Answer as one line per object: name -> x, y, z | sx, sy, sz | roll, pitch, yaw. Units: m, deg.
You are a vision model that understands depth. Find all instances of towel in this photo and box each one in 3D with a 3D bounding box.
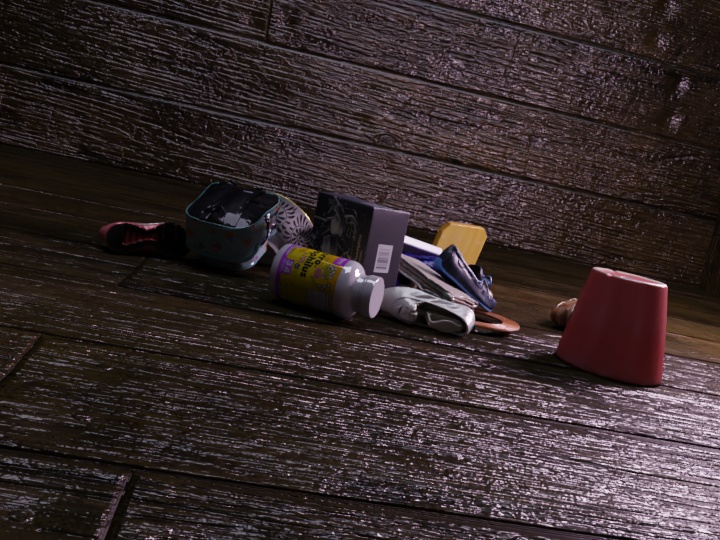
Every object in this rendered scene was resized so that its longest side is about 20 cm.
towel -> 0.149, 0.024, 1.649 | 0.199, 0.035, 0.132 | 39, 11, 37
towel -> 0.145, 0.000, 1.867 | 0.195, 0.051, 0.148 | 9, -17, 3

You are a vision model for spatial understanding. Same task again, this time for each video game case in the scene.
video game case -> 0.069, -0.045, 1.883 | 0.180, 0.024, 0.198 | -16, -21, 40

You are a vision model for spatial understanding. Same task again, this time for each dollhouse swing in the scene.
dollhouse swing -> 0.204, -0.050, 2.056 | 0.197, 0.180, 0.180 | 4, 11, -38

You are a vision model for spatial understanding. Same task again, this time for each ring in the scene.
ring -> 0.235, 0.101, 1.638 | 0.196, 0.020, 0.201 | 12, 7, -1

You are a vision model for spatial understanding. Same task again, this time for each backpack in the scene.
backpack -> -0.276, -0.089, 1.643 | 0.172, 0.156, 0.200 | 16, 22, 8

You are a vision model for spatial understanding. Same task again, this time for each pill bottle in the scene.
pill bottle -> -0.059, 0.024, 1.415 | 0.196, 0.107, 0.104 | 15, 9, 19

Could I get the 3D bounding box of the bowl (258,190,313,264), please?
bowl -> -0.209, -0.078, 1.796 | 0.197, 0.203, 0.095 | 15, 52, 20

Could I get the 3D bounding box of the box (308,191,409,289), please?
box -> -0.013, -0.041, 1.585 | 0.103, 0.205, 0.181 | 4, 11, -40

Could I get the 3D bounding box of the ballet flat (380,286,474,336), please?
ballet flat -> 0.122, 0.080, 1.485 | 0.195, 0.071, 0.069 | 14, 8, 4

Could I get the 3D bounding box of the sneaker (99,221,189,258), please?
sneaker -> -0.444, -0.073, 1.615 | 0.197, 0.076, 0.086 | 7, 6, -41

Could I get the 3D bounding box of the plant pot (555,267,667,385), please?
plant pot -> 0.483, 0.098, 1.467 | 0.196, 0.182, 0.201 | 11, 9, -2

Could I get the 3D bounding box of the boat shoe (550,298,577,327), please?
boat shoe -> 0.511, 0.098, 1.876 | 0.073, 0.078, 0.199 | 13, 7, 30

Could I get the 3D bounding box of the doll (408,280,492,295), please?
doll -> 0.214, 0.052, 1.819 | 0.195, 0.050, 0.136 | 11, -4, -9

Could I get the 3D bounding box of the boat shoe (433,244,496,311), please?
boat shoe -> 0.242, 0.019, 1.682 | 0.199, 0.069, 0.084 | 40, -3, -40

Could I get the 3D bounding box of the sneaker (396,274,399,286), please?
sneaker -> 0.054, 0.007, 1.708 | 0.068, 0.102, 0.200 | 10, 8, 0
